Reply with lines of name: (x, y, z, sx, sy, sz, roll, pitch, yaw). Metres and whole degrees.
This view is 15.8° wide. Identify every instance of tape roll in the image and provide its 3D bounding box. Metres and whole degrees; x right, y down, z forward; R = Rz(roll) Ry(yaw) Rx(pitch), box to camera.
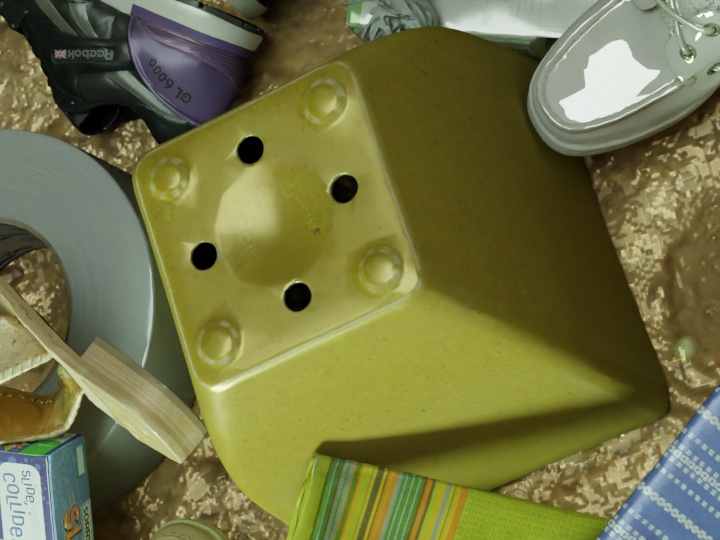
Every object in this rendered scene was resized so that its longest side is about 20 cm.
tape roll: (-0.180, 0.031, 1.359, 0.199, 0.066, 0.201, -5, 78, 23)

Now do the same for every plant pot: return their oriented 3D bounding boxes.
plant pot: (0.000, 0.000, 1.209, 0.194, 0.200, 0.196, -25, 71, 17)

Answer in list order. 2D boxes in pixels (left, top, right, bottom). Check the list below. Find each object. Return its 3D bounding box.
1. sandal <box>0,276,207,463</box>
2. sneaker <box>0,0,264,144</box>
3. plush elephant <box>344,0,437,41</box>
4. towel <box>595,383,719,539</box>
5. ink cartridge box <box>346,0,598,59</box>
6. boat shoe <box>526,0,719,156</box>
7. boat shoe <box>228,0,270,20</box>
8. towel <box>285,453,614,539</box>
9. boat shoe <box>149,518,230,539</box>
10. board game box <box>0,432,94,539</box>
sandal: (-0.162, 0.054, 1.234, 0.070, 0.078, 0.211, -50, 43, -13)
sneaker: (-0.153, -0.122, 1.378, 0.199, 0.076, 0.088, 24, 95, 27)
plush elephant: (-0.001, -0.210, 1.217, 0.164, 0.155, 0.201, -5, 78, 16)
towel: (0.172, 0.152, 1.169, 0.145, 0.024, 0.200, 38, 95, 1)
ink cartridge box: (0.100, -0.179, 1.289, 0.199, 0.048, 0.146, 6, 82, 15)
boat shoe: (0.160, -0.127, 1.200, 0.200, 0.069, 0.071, -35, 78, 3)
boat shoe: (-0.082, -0.230, 1.366, 0.066, 0.074, 0.200, -33, 68, 12)
towel: (0.063, 0.143, 1.182, 0.199, 0.018, 0.086, 13, 105, -7)
boat shoe: (-0.105, 0.218, 1.259, 0.073, 0.063, 0.201, 6, 81, 28)
board game box: (-0.195, 0.175, 1.304, 0.135, 0.034, 0.201, 5, 107, 25)
